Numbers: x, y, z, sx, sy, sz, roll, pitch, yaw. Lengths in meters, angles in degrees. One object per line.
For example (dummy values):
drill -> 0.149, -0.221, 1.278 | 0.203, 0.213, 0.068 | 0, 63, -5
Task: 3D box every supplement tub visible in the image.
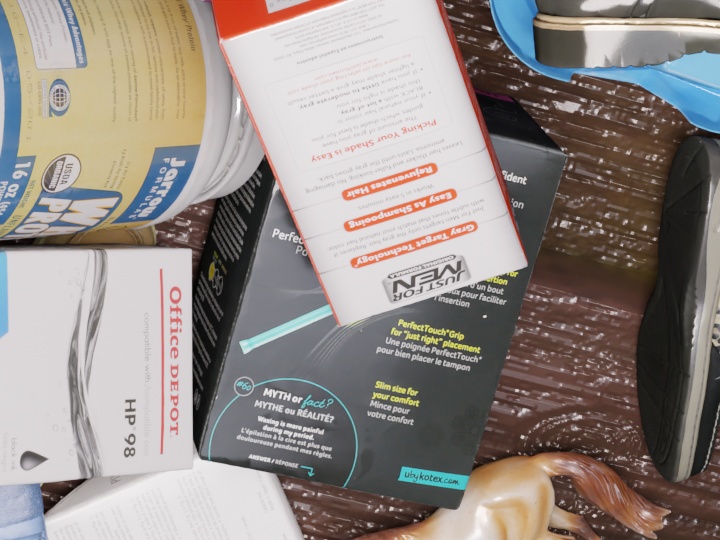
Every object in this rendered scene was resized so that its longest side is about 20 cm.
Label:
supplement tub -> -0.154, -0.089, 1.483 | 0.199, 0.144, 0.146 | -6, 112, -41

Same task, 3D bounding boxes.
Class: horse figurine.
horse figurine -> 0.071, 0.161, 1.685 | 0.199, 0.050, 0.133 | -35, 114, -5

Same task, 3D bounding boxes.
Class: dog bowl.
dog bowl -> 0.157, -0.146, 1.610 | 0.199, 0.050, 0.112 | 17, 104, -16

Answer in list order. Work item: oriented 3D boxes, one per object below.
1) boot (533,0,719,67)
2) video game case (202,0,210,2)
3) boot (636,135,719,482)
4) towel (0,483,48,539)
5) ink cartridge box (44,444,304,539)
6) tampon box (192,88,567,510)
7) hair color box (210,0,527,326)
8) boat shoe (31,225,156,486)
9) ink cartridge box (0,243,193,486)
boot -> 0.185, -0.181, 1.534 | 0.199, 0.077, 0.139 | -7, 104, -10
video game case -> -0.004, -0.175, 1.489 | 0.180, 0.200, 0.036 | -3, 110, -11
boot -> 0.238, 0.021, 1.667 | 0.153, 0.074, 0.205 | -3, 116, -18
towel -> -0.228, 0.065, 1.540 | 0.111, 0.049, 0.201 | -13, 101, -16
ink cartridge box -> -0.123, 0.186, 1.663 | 0.199, 0.050, 0.162 | -22, 111, -1
tampon box -> 0.000, 0.000, 1.584 | 0.149, 0.126, 0.201 | 13, 104, -15
hair color box -> 0.005, -0.071, 1.415 | 0.101, 0.061, 0.201 | -17, 135, 4
boat shoe -> -0.163, 0.053, 1.602 | 0.073, 0.063, 0.201 | 21, 102, -16
ink cartridge box -> -0.148, 0.044, 1.511 | 0.199, 0.066, 0.117 | -2, 92, -44
